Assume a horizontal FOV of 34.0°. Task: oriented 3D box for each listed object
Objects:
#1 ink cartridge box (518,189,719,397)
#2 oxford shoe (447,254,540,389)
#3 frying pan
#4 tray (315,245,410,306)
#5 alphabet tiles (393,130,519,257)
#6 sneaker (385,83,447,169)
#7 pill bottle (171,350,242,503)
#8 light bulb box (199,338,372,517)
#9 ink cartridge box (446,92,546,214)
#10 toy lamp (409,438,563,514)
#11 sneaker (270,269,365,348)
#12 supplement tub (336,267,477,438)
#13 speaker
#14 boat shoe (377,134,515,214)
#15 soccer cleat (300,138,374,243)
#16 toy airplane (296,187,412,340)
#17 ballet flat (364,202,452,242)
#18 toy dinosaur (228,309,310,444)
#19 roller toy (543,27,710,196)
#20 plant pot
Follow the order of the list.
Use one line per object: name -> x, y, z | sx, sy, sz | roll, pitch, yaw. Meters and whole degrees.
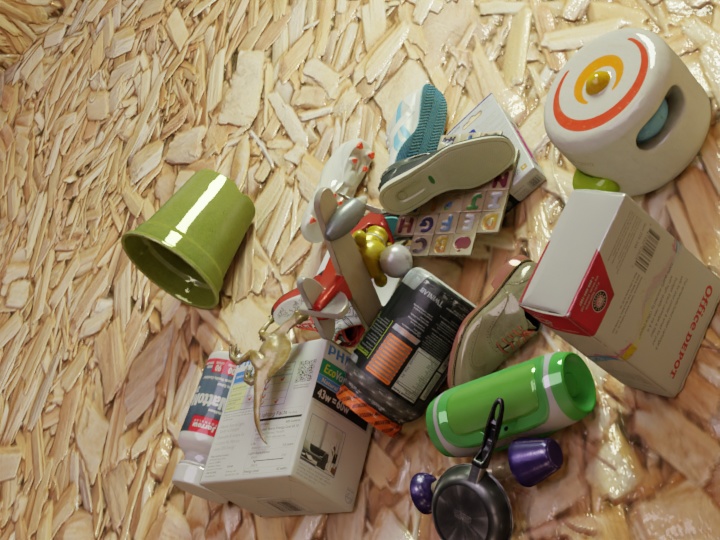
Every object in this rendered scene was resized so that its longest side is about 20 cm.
ink cartridge box -> 0.283, 0.026, 1.268 | 0.085, 0.199, 0.149 | 12, 70, 53
oxford shoe -> 0.177, 0.075, 1.470 | 0.074, 0.070, 0.201 | 23, 81, 49
frying pan -> 0.141, 0.252, 1.336 | 0.115, 0.031, 0.191 | 47, 123, 27
tray -> 0.000, 0.012, 1.772 | 0.199, 0.022, 0.108 | 4, 66, 51
alphabet tiles -> 0.132, -0.107, 1.635 | 0.165, 0.006, 0.202 | 0, 61, 33
sneaker -> 0.077, -0.190, 1.813 | 0.080, 0.076, 0.202 | -25, 38, 48
pill bottle -> -0.202, 0.233, 1.746 | 0.119, 0.119, 0.202 | -6, 58, 47
light bulb box -> -0.093, 0.219, 1.621 | 0.197, 0.124, 0.202 | -14, 50, 44
ink cartridge box -> 0.190, -0.164, 1.680 | 0.095, 0.037, 0.201 | -42, 39, 19
toy lamp -> 0.147, 0.239, 1.380 | 0.199, 0.058, 0.059 | -27, 43, 35
sneaker -> -0.061, 0.075, 1.742 | 0.201, 0.067, 0.109 | -34, 65, 45
supplement tub -> 0.062, 0.108, 1.531 | 0.201, 0.122, 0.122 | -55, 35, 0
speaker -> 0.175, 0.160, 1.388 | 0.199, 0.088, 0.089 | -25, 45, 36
boat shoe -> 0.116, -0.145, 1.621 | 0.198, 0.072, 0.068 | -21, 30, 15
soccer cleat -> -0.044, -0.126, 1.907 | 0.077, 0.069, 0.201 | -3, 52, 54
toy airplane -> 0.000, 0.000, 1.573 | 0.140, 0.200, 0.202 | -8, 77, 24
ballet flat -> 0.079, -0.075, 1.715 | 0.198, 0.068, 0.075 | -2, 29, 42
toy dinosaur -> -0.131, 0.126, 1.585 | 0.100, 0.058, 0.202 | -1, 60, 47
roller toy -> 0.325, -0.201, 1.458 | 0.181, 0.139, 0.202 | -25, 44, 35
plant pot -> -0.283, -0.067, 2.051 | 0.199, 0.201, 0.185 | 1, 51, 50
